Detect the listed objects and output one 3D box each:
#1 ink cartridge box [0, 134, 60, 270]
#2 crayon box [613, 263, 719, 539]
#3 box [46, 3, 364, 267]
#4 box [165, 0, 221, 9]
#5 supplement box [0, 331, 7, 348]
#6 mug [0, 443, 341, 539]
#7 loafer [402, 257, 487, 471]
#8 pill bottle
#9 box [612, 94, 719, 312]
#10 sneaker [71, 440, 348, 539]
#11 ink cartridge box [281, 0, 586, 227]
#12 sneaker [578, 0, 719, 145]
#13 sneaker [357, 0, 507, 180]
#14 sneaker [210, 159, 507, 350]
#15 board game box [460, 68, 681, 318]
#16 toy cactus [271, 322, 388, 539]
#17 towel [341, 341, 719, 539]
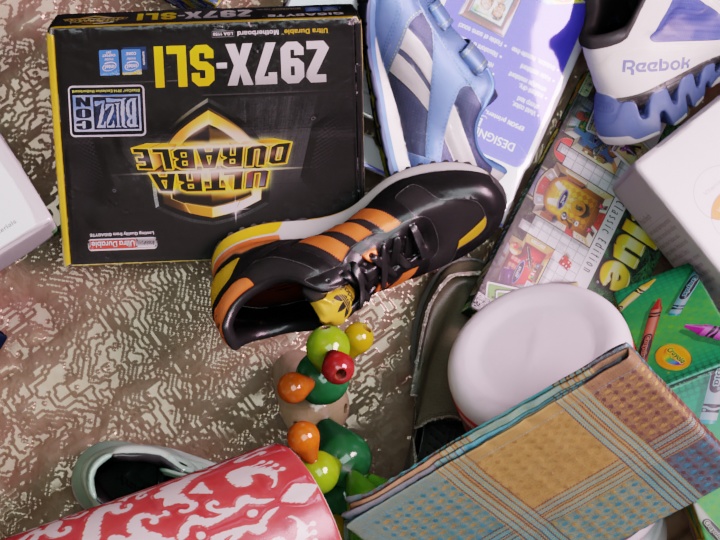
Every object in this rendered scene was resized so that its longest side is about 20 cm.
[{"bbox_3d":[-0.278,-0.089,1.189,0.087,0.145,0.201,-32,93,-6],"label":"ink cartridge box"},{"bbox_3d":[0.225,0.112,1.214,0.058,0.119,0.201,-20,120,4],"label":"crayon box"},{"bbox_3d":[-0.097,-0.087,1.229,0.199,0.049,0.161,-2,108,-3],"label":"box"},{"bbox_3d":[-0.082,-0.271,1.263,0.064,0.070,0.201,26,84,-7],"label":"box"},{"bbox_3d":[-0.356,0.074,1.175,0.199,0.134,0.200,32,83,-5],"label":"supplement box"},{"bbox_3d":[-0.124,0.188,1.117,0.199,0.177,0.134,-22,89,-21],"label":"mug"},{"bbox_3d":[0.069,0.091,1.266,0.075,0.070,0.201,6,86,-7],"label":"loafer"},{"bbox_3d":[0.133,0.113,1.206,0.116,0.116,0.200,-31,133,-8],"label":"pill bottle"},{"bbox_3d":[0.287,-0.030,1.230,0.152,0.106,0.200,-38,86,-4],"label":"box"},{"bbox_3d":[-0.088,0.162,1.217,0.199,0.118,0.074,17,83,-8],"label":"sneaker"},{"bbox_3d":[0.044,-0.158,1.286,0.197,0.043,0.201,24,89,-6],"label":"ink cartridge box"},{"bbox_3d":[0.217,-0.184,1.264,0.199,0.080,0.115,-40,122,-19],"label":"sneaker"},{"bbox_3d":[0.043,-0.136,1.231,0.082,0.074,0.201,-11,103,0],"label":"sneaker"},{"bbox_3d":[0.000,0.000,1.188,0.199,0.090,0.070,-17,125,12],"label":"sneaker"},{"bbox_3d":[0.155,-0.030,1.284,0.105,0.023,0.201,31,69,-9],"label":"board game box"},{"bbox_3d":[-0.010,0.099,1.202,0.102,0.165,0.201,-27,126,-6],"label":"toy cactus"},{"bbox_3d":[0.108,0.129,1.124,0.200,0.022,0.147,-32,131,18],"label":"towel"}]
